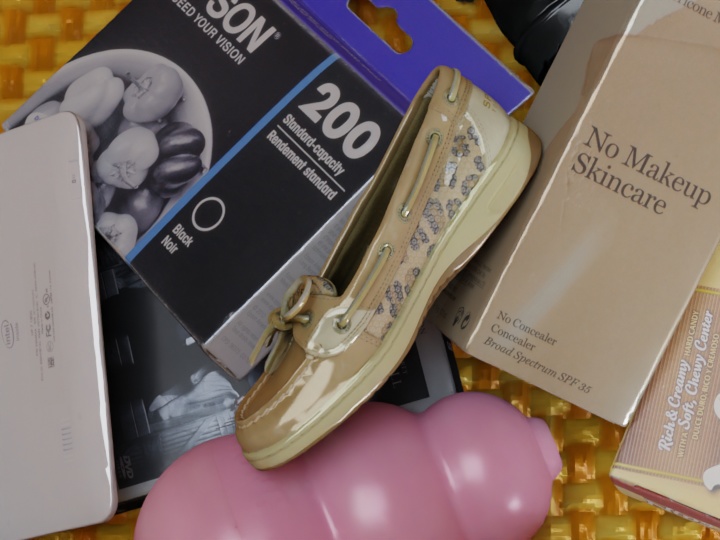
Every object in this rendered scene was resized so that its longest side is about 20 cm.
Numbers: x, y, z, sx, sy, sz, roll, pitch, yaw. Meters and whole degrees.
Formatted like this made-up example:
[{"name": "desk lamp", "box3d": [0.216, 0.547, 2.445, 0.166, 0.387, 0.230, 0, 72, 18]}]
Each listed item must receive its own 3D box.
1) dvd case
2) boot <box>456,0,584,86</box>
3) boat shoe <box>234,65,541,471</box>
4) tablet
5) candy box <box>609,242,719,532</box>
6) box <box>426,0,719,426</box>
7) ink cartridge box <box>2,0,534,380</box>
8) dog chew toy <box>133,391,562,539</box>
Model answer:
[{"name": "dvd case", "box3d": [-0.061, 0.025, 1.430, 0.199, 0.025, 0.151, -17, 74, 10]}, {"name": "boot", "box3d": [0.105, -0.204, 1.420, 0.198, 0.073, 0.163, -39, 73, 6]}, {"name": "boat shoe", "box3d": [0.000, 0.000, 1.308, 0.063, 0.073, 0.200, 41, 76, -18]}, {"name": "tablet", "box3d": [-0.171, 0.032, 1.421, 0.130, 0.014, 0.201, -16, 75, 43]}, {"name": "candy box", "box3d": [0.207, 0.030, 1.352, 0.115, 0.055, 0.201, 21, 83, 16]}, {"name": "box", "box3d": [0.120, -0.041, 1.344, 0.095, 0.078, 0.201, 24, 95, -15]}, {"name": "ink cartridge box", "box3d": [-0.049, -0.078, 1.406, 0.200, 0.043, 0.198, -44, 52, -2]}, {"name": "dog chew toy", "box3d": [-0.002, 0.118, 1.350, 0.199, 0.125, 0.125, -22, 74, 0]}]
